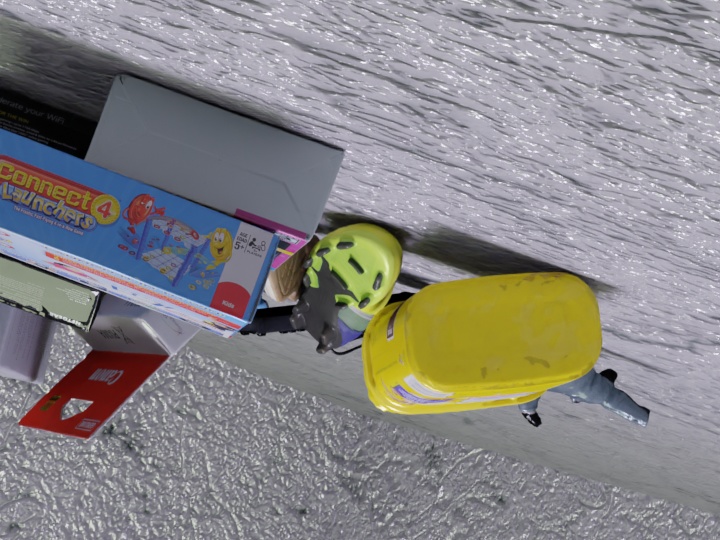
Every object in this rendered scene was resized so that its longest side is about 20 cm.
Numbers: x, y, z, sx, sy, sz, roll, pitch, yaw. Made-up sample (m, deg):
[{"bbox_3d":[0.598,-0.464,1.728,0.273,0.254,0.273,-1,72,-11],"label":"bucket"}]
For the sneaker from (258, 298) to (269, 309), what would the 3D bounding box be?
[{"bbox_3d":[-0.166,0.029,1.863,0.199,0.087,0.075,21,172,-34],"label":"sneaker"}]

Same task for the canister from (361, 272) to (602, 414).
[{"bbox_3d":[0.086,0.053,1.618,0.148,0.087,0.200,-5,174,-8],"label":"canister"}]

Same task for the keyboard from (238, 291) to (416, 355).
[{"bbox_3d":[-0.016,0.047,1.863,0.199,0.040,0.104,-7,-174,-30],"label":"keyboard"}]

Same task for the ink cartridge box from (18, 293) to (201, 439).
[{"bbox_3d":[-0.180,0.046,1.665,0.044,0.174,0.200,51,161,-15],"label":"ink cartridge box"}]

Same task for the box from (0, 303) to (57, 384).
[{"bbox_3d":[-0.287,-0.004,1.694,0.106,0.153,0.200,14,173,2],"label":"box"}]

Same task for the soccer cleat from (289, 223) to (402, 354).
[{"bbox_3d":[-0.001,-0.001,1.696,0.065,0.084,0.200,46,157,6],"label":"soccer cleat"}]

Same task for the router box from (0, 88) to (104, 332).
[{"bbox_3d":[-0.256,-0.056,1.542,0.199,0.150,0.051,20,138,-4],"label":"router box"}]

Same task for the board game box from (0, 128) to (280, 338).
[{"bbox_3d":[-0.157,-0.022,1.390,0.199,0.056,0.196,21,173,-5],"label":"board game box"}]

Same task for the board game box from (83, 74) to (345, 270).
[{"bbox_3d":[-0.100,-0.060,1.432,0.147,0.065,0.200,20,174,-6],"label":"board game box"}]

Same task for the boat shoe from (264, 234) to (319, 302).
[{"bbox_3d":[-0.075,-0.017,1.698,0.065,0.072,0.200,16,177,7],"label":"boat shoe"}]

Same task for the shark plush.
[{"bbox_3d":[0.149,0.093,1.923,0.199,0.084,0.091,21,173,-20],"label":"shark plush"}]
